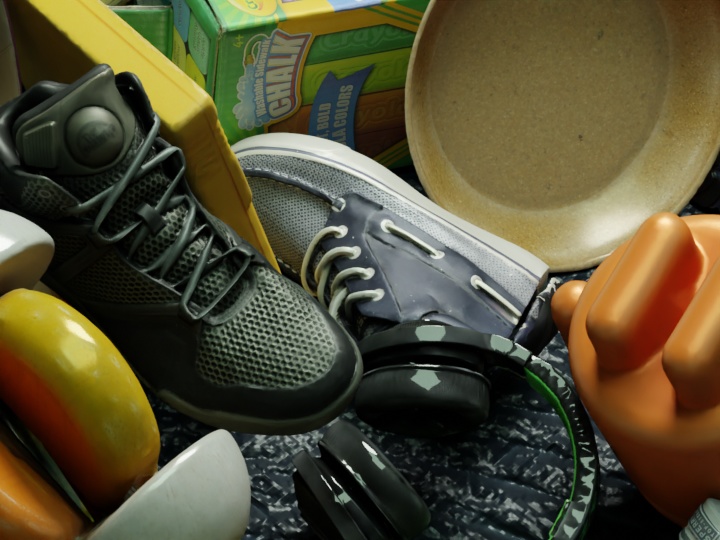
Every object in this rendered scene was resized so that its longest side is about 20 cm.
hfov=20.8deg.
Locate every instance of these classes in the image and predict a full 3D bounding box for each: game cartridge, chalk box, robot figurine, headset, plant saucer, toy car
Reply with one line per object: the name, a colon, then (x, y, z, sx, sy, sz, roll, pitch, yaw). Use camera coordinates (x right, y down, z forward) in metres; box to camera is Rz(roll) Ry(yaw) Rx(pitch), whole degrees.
game cartridge: (-0.110, -0.066, 0.952, 0.032, 0.200, 0.176, -40, 60, -15)
chalk box: (-0.053, -0.126, 1.076, 0.199, 0.125, 0.124, -14, 48, -21)
robot figurine: (0.163, 0.053, 0.887, 0.143, 0.200, 0.117, -13, 59, 16)
headset: (0.015, 0.079, 0.907, 0.199, 0.094, 0.124, 26, 77, 16)
plant saucer: (0.108, -0.101, 1.047, 0.199, 0.202, 0.035, -11, 20, -20)
toy car: (-0.148, 0.089, 0.803, 0.150, 0.200, 0.175, -41, 82, -20)

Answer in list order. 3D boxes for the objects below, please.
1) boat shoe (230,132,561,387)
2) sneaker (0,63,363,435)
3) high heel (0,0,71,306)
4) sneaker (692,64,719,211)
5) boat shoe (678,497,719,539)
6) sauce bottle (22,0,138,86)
boat shoe: (0.000, 0.000, 0.984, 0.199, 0.075, 0.093, 23, 34, 13)
sneaker: (-0.086, -0.011, 0.819, 0.199, 0.114, 0.076, 38, 69, 20)
high heel: (-0.157, -0.036, 0.921, 0.201, 0.096, 0.067, 59, 21, -9)
sneaker: (0.245, -0.058, 1.106, 0.200, 0.076, 0.078, 43, 40, 22)
boat shoe: (0.213, 0.178, 0.852, 0.199, 0.068, 0.072, 31, 14, -9)
sauce bottle: (-0.173, -0.148, 1.100, 0.065, 0.065, 0.200, 38, 67, 26)
